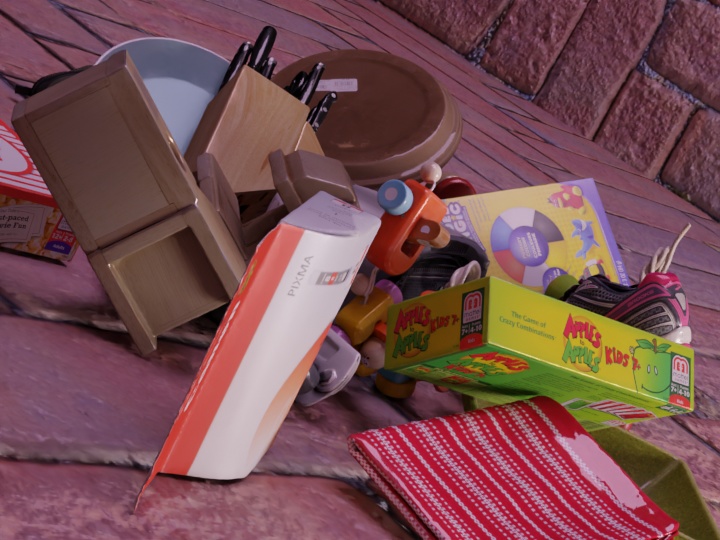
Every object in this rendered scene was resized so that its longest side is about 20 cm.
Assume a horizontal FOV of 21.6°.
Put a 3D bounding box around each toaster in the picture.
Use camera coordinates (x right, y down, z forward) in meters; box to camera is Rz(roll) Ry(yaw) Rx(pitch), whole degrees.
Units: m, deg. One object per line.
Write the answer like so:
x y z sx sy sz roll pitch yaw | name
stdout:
0.000 0.000 1.461 0.129 0.114 0.200 30 14 25 | toaster

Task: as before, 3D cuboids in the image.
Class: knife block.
-0.103 -0.124 1.562 0.200 0.064 0.176 -8 64 -42 | knife block

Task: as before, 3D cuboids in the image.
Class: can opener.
-0.071 0.027 1.300 0.200 0.053 0.067 39 -15 47 | can opener

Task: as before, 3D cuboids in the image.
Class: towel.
0.100 0.139 1.187 0.200 0.023 0.145 -6 44 -47 | towel

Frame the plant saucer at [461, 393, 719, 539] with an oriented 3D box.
0.153 0.146 1.353 0.200 0.048 0.200 28 13 -7 | plant saucer

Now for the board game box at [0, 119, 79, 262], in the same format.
-0.298 -0.076 1.261 0.200 0.046 0.151 14 19 -48 | board game box

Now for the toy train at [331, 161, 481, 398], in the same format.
0.046 0.020 1.339 0.056 0.150 0.200 32 -7 28 | toy train

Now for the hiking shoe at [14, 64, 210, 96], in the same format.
-0.201 -0.155 1.671 0.200 0.076 0.101 3 20 -36 | hiking shoe

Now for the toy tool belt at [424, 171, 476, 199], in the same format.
-0.001 -0.090 1.766 0.200 0.125 0.123 6 16 -19 | toy tool belt

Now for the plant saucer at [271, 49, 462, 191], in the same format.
-0.008 -0.138 1.691 0.200 0.030 0.200 -1 43 1 | plant saucer

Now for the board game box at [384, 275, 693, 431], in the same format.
0.124 0.060 1.289 0.200 0.048 0.101 19 -24 -37 | board game box

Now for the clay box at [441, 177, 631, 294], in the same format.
0.127 -0.009 1.626 0.200 0.048 0.115 -9 72 -28 | clay box

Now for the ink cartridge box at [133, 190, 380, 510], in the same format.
-0.052 0.045 1.045 0.050 0.162 0.200 27 13 1 | ink cartridge box

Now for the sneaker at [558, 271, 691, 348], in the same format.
0.168 0.039 1.443 0.200 0.075 0.081 -1 2 40 | sneaker

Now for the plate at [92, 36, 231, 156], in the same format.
-0.147 -0.109 1.587 0.200 0.026 0.201 18 52 -24 | plate

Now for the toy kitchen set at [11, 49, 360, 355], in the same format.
-0.111 -0.085 1.252 0.200 0.163 0.181 -108 171 -68 | toy kitchen set

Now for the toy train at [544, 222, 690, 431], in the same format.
0.196 0.033 1.552 0.085 0.200 0.116 19 11 -35 | toy train
